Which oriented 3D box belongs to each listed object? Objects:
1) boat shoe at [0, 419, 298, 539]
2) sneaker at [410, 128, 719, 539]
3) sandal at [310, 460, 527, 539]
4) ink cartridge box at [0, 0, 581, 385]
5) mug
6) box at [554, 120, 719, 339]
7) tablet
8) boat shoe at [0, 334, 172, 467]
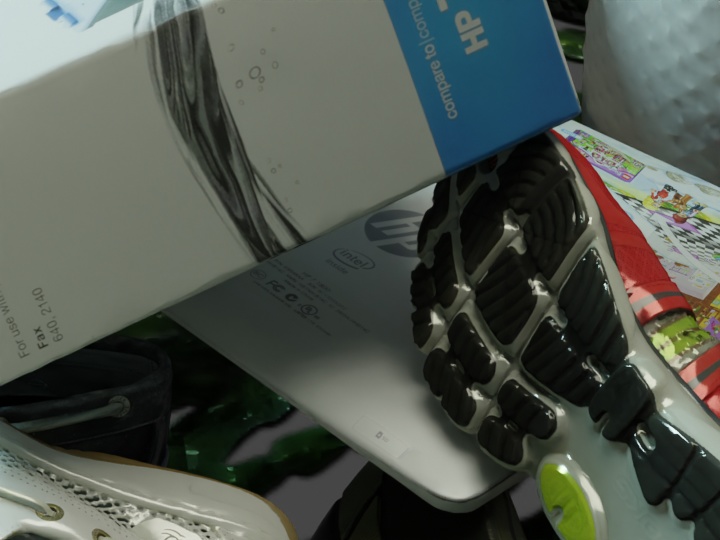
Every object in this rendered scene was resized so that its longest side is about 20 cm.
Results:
[{"bbox_3d":[-0.115,0.084,0.717,0.198,0.071,0.070,10,32,-4],"label":"boat shoe"},{"bbox_3d":[0.083,0.040,0.719,0.085,0.077,0.201,8,44,-46],"label":"sneaker"},{"bbox_3d":[0.041,0.116,0.730,0.057,0.080,0.201,40,6,-38],"label":"sandal"},{"bbox_3d":[-0.056,-0.061,0.744,0.199,0.086,0.147,-24,27,-8],"label":"ink cartridge box"},{"bbox_3d":[0.147,-0.129,0.967,0.147,0.176,0.200,-25,57,-15],"label":"mug"},{"bbox_3d":[0.094,0.015,0.852,0.199,0.039,0.137,26,37,20],"label":"box"},{"bbox_3d":[0.000,0.000,0.801,0.199,0.014,0.130,34,41,30],"label":"tablet"},{"bbox_3d":[-0.156,0.040,0.771,0.198,0.068,0.072,6,34,-8],"label":"boat shoe"}]
